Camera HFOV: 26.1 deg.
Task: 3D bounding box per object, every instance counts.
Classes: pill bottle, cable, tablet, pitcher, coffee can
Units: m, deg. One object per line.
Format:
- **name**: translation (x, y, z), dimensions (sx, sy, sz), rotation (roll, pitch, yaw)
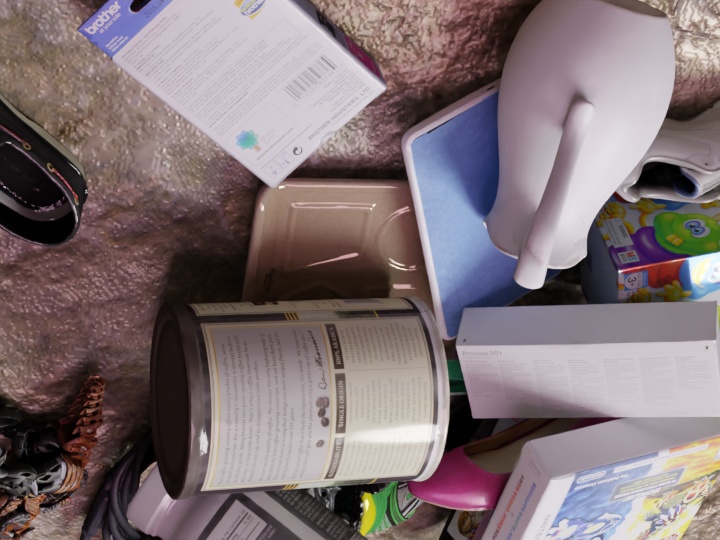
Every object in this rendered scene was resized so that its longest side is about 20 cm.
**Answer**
- **pill bottle**: translation (-0.082, 0.221, 1.248), dimensions (0.200, 0.116, 0.117), rotation (37, 120, 7)
- **cable**: translation (-0.149, 0.200, 1.363), dimensions (0.162, 0.051, 0.201), rotation (15, 123, -24)
- **tablet**: translation (0.099, -0.050, 1.210), dimensions (0.130, 0.014, 0.201), rotation (-30, 131, -21)
- **pitcher**: translation (0.150, -0.094, 1.104), dimensions (0.120, 0.172, 0.201), rotation (17, 108, 0)
- **coffee can**: translation (-0.050, 0.095, 1.188), dimensions (0.199, 0.147, 0.147), rotation (-1, 129, -19)

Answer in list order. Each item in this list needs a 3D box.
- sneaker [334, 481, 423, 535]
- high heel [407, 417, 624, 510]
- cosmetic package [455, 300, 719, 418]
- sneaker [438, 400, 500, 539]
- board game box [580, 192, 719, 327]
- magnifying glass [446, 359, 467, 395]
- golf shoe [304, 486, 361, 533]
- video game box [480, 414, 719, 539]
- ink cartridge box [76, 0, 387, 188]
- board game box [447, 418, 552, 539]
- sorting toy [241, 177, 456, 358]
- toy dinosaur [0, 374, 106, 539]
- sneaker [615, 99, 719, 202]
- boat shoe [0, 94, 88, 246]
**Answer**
- **sneaker**: translation (0.030, 0.162, 1.361), dimensions (0.085, 0.078, 0.200), rotation (-14, 150, -26)
- **high heel**: translation (0.132, 0.132, 1.251), dimensions (0.199, 0.067, 0.097), rotation (-6, 121, -17)
- **cosmetic package**: translation (0.180, 0.070, 1.215), dimensions (0.199, 0.051, 0.083), rotation (-2, 132, 17)
- **sneaker**: translation (0.096, 0.196, 1.405), dimensions (0.106, 0.075, 0.201), rotation (19, 112, -30)
- **board game box**: translation (0.289, -0.011, 1.263), dimensions (0.199, 0.103, 0.105), rotation (-11, 131, -5)
- **magnifying glass**: translation (0.107, 0.095, 1.344), dimensions (0.199, 0.023, 0.080), rotation (7, 162, -26)
- **golf shoe**: translation (-0.058, 0.187, 1.328), dimensions (0.094, 0.078, 0.202), rotation (-6, 96, 21)
- **video game box**: translation (0.196, 0.193, 1.270), dimensions (0.199, 0.047, 0.183), rotation (-10, 140, -28)
- **ink cartridge box**: translation (-0.089, -0.156, 1.095), dimensions (0.119, 0.042, 0.200), rotation (-39, 129, 18)
- **board game box**: translation (0.202, 0.170, 1.362), dimensions (0.198, 0.041, 0.201), rotation (17, 102, -29)
- **sorting toy**: translation (0.000, 0.000, 1.251), dimensions (0.199, 0.037, 0.186), rotation (-3, 129, -18)
- **toy dinosaur**: translation (-0.275, 0.153, 1.286), dimensions (0.135, 0.102, 0.201), rotation (16, 106, -42)
- **sneaker**: translation (0.274, -0.086, 1.210), dimensions (0.199, 0.087, 0.075), rotation (-10, 128, -7)
- **boat shoe**: translation (-0.275, -0.089, 1.091), dimensions (0.074, 0.063, 0.201), rotation (-39, 126, 21)
